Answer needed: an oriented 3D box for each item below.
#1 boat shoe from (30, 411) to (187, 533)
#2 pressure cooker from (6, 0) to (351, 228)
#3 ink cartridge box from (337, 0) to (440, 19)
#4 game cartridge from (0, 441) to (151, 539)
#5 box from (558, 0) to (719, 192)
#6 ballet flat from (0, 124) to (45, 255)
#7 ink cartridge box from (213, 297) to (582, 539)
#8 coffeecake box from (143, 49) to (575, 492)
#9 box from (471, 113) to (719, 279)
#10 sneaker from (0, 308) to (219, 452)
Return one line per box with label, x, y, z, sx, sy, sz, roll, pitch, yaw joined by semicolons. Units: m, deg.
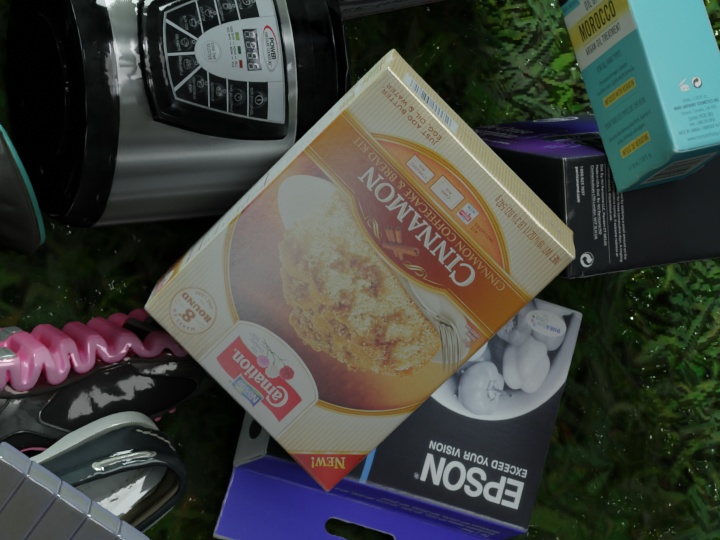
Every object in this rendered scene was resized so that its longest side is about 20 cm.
boat shoe;-0.194;0.152;1.648;0.200;0.060;0.076;-35;124;-10
pressure cooker;-0.099;-0.119;1.704;0.199;0.176;0.179;-5;44;-24
ink cartridge box;0.045;-0.220;1.769;0.146;0.200;0.083;-13;88;-24
game cartridge;-0.212;0.207;1.615;0.129;0.038;0.200;36;103;-8
box;0.156;-0.154;1.639;0.049;0.082;0.201;-13;80;-23
ballet flat;-0.247;-0.093;1.675;0.068;0.068;0.201;-25;112;-26
ink cartridge box;0.025;0.094;1.745;0.197;0.043;0.201;18;83;-26
coffeecake box;0.000;0.000;1.628;0.154;0.073;0.200;45;102;-7
box;0.142;-0.050;1.767;0.140;0.200;0.079;-5;99;-24
sneaker;-0.155;0.078;1.707;0.199;0.079;0.096;-6;103;-22
